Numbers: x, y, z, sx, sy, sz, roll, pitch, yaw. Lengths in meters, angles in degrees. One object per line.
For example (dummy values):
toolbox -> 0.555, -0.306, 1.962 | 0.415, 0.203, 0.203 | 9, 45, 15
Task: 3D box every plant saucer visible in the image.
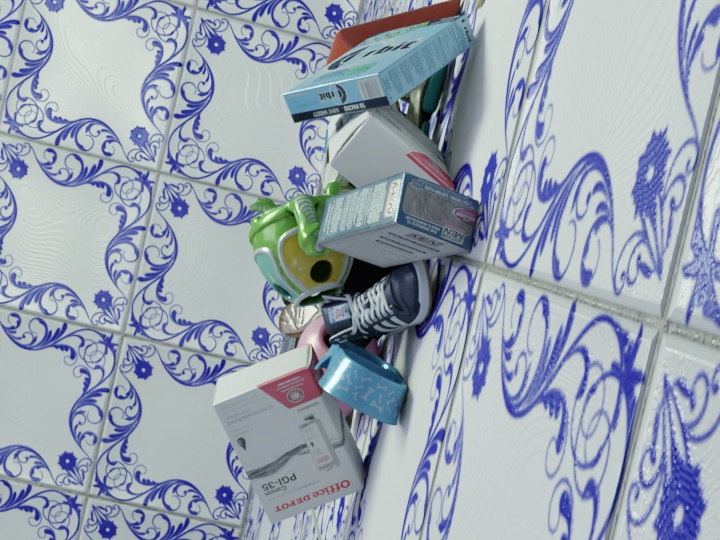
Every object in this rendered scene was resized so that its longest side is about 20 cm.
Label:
plant saucer -> 0.045, -0.319, 1.771 | 0.200, 0.197, 0.037 | 121, 130, -69

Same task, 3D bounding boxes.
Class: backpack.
backpack -> 0.000, 0.000, 1.673 | 0.164, 0.153, 0.200 | -58, -1, 19

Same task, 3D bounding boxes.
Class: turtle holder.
turtle holder -> -0.061, -0.034, 1.520 | 0.185, 0.139, 0.134 | -31, 71, 50

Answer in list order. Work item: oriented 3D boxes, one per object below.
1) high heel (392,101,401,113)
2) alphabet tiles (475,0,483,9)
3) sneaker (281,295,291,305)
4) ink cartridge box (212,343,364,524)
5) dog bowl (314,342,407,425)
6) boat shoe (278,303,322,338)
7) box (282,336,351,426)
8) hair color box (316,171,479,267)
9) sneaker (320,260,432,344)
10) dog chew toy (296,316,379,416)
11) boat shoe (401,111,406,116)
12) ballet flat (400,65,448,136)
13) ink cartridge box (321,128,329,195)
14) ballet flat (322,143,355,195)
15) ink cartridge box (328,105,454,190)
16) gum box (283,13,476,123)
high heel -> 0.027, -0.197, 1.689 | 0.143, 0.070, 0.203 | -113, 24, -67
alphabet tiles -> 0.179, -0.440, 1.521 | 0.200, 0.007, 0.170 | 124, 158, -70
sneaker -> -0.066, -0.003, 1.963 | 0.077, 0.199, 0.092 | -14, 101, 44
ink cartridge box -> -0.094, 0.223, 1.615 | 0.083, 0.145, 0.202 | -94, -19, -70
dog bowl -> 0.003, 0.137, 1.504 | 0.050, 0.110, 0.200 | -62, 8, 4
boat shoe -> -0.038, 0.078, 1.859 | 0.198, 0.064, 0.072 | -2, 68, 41
box -> -0.081, 0.201, 1.997 | 0.199, 0.121, 0.203 | 115, 166, -55
hair color box -> 0.039, -0.054, 1.346 | 0.199, 0.099, 0.062 | -10, 64, 62
sneaker -> 0.015, 0.042, 1.462 | 0.200, 0.107, 0.071 | 129, 133, -67
dog chew toy -> -0.037, 0.154, 1.765 | 0.201, 0.122, 0.126 | 98, 180, -53
boat shoe -> 0.057, -0.183, 1.816 | 0.203, 0.059, 0.072 | -87, 1, -49
ballet flat -> 0.074, -0.225, 1.692 | 0.067, 0.061, 0.203 | 0, -76, -69
ink cartridge box -> -0.008, -0.102, 1.859 | 0.147, 0.084, 0.202 | -87, -10, -54
ballet flat -> -0.010, -0.105, 1.601 | 0.200, 0.068, 0.069 | 49, 161, 38
ink cartridge box -> 0.035, -0.148, 1.522 | 0.085, 0.145, 0.200 | -47, 15, 15
gum box -> 0.025, -0.257, 1.509 | 0.200, 0.168, 0.045 | -40, -65, -40
